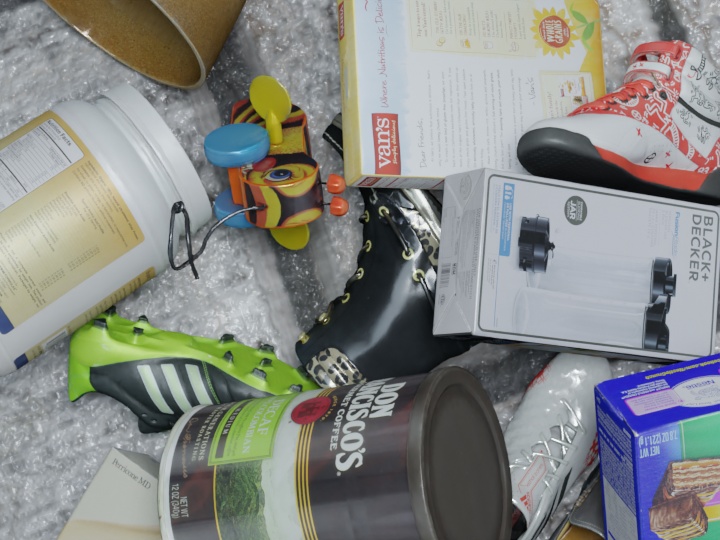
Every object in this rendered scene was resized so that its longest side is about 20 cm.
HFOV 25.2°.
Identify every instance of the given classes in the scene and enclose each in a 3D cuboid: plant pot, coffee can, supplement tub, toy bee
[{"bbox_3d":[-0.136,-0.270,1.191,0.186,0.187,0.201,32,74,9],"label":"plant pot"},{"bbox_3d":[-0.016,0.151,1.088,0.199,0.146,0.148,-11,83,26],"label":"coffee can"},{"bbox_3d":[-0.222,-0.033,1.166,0.199,0.144,0.145,-35,81,-15],"label":"supplement tub"},{"bbox_3d":[-0.057,-0.059,1.148,0.108,0.131,0.201,0,53,11],"label":"toy bee"}]

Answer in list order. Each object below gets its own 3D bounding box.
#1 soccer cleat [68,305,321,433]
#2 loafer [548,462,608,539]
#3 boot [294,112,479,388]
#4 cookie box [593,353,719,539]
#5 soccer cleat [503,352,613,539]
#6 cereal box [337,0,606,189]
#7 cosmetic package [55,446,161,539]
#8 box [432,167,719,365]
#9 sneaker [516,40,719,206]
[{"bbox_3d":[-0.123,0.088,1.204,0.199,0.068,0.082,16,110,4],"label":"soccer cleat"},{"bbox_3d":[0.176,0.190,1.147,0.073,0.072,0.201,35,89,10],"label":"loafer"},{"bbox_3d":[0.000,0.001,1.188,0.154,0.073,0.204,-40,80,5],"label":"boot"},{"bbox_3d":[0.253,0.159,1.078,0.170,0.075,0.201,-13,116,-8],"label":"cookie box"},{"bbox_3d":[0.122,0.144,1.151,0.068,0.085,0.201,31,89,9],"label":"soccer cleat"},{"bbox_3d":[0.082,-0.130,1.159,0.199,0.040,0.145,2,79,-20],"label":"cereal box"},{"bbox_3d":[-0.182,0.242,1.178,0.103,0.073,0.201,29,89,21],"label":"cosmetic package"},{"bbox_3d":[0.154,0.000,1.125,0.199,0.060,0.118,9,83,-25],"label":"box"},{"bbox_3d":[0.186,-0.112,1.133,0.067,0.200,0.109,-11,74,51],"label":"sneaker"}]
